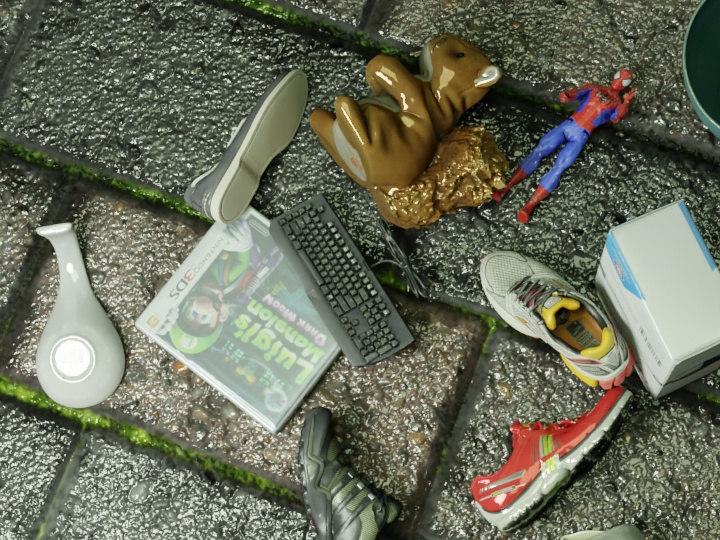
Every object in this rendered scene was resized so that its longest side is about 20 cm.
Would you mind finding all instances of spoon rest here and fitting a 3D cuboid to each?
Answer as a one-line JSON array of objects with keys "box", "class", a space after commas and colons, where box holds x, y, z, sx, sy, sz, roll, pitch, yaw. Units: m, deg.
[{"box": [-0.312, 0.049, 1.810, 0.099, 0.061, 0.200, -8, 89, 5], "class": "spoon rest"}]

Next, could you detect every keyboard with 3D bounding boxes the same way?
[{"box": [0.000, 0.000, 1.784, 0.127, 0.021, 0.200, -28, 71, -14], "class": "keyboard"}]

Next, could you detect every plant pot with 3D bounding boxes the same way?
[{"box": [0.433, -0.202, 1.748, 0.200, 0.135, 0.200, -1, 77, 5], "class": "plant pot"}]

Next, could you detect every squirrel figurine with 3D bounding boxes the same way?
[{"box": [0.077, -0.152, 1.790, 0.187, 0.142, 0.200, -34, 89, -14], "class": "squirrel figurine"}]

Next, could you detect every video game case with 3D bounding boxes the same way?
[{"box": [-0.113, 0.047, 1.800, 0.200, 0.023, 0.182, 37, 83, 12], "class": "video game case"}]

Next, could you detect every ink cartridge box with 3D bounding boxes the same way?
[{"box": [0.308, 0.033, 1.672, 0.084, 0.200, 0.145, -25, 75, -3], "class": "ink cartridge box"}]

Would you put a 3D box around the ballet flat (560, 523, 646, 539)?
[{"box": [0.197, 0.305, 1.697, 0.200, 0.067, 0.064, -14, 44, 1], "class": "ballet flat"}]

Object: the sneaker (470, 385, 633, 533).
[{"box": [0.195, 0.179, 1.715, 0.200, 0.077, 0.085, -41, 70, -6], "class": "sneaker"}]

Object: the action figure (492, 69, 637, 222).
[{"box": [0.225, -0.149, 1.779, 0.065, 0.099, 0.200, 41, 81, 12], "class": "action figure"}]

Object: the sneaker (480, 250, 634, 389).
[{"box": [0.202, 0.037, 1.730, 0.200, 0.082, 0.078, 38, 81, 31], "class": "sneaker"}]

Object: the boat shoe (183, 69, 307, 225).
[{"box": [-0.126, -0.144, 1.822, 0.063, 0.073, 0.200, 18, 69, 30], "class": "boat shoe"}]

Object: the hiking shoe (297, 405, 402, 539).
[{"box": [-0.009, 0.237, 1.728, 0.100, 0.076, 0.200, -9, 85, -5], "class": "hiking shoe"}]
